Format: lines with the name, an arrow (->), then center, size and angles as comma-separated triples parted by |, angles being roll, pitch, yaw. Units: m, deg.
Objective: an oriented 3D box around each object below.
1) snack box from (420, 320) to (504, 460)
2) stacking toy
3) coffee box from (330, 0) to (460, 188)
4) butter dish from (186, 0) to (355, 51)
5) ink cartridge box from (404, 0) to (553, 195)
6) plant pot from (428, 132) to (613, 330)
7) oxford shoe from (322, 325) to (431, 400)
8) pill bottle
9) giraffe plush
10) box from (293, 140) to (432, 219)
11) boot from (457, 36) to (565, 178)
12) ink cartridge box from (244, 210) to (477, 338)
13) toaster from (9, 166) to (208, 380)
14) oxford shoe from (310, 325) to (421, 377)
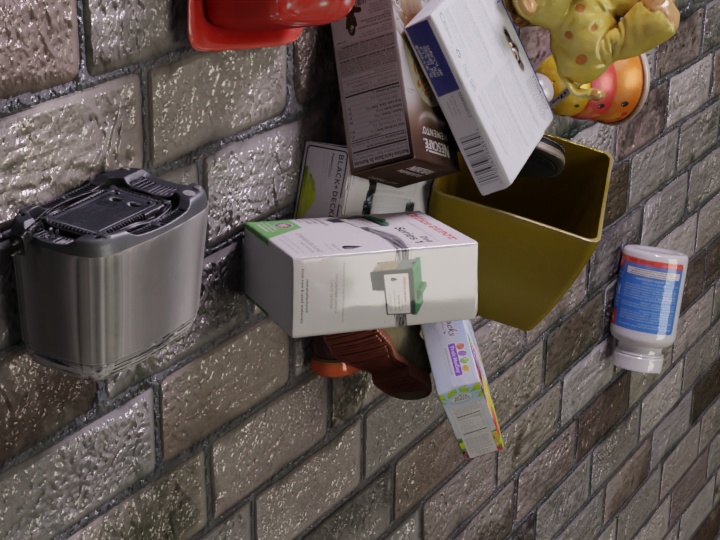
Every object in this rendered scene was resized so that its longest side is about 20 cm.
snack box -> 0.104, 0.089, 1.695 | 0.143, 0.053, 0.201 | 68, 7, -51
stacking toy -> 0.284, -0.254, 2.072 | 0.199, 0.146, 0.147 | -19, 119, -37
coffee box -> 0.034, -0.197, 1.582 | 0.114, 0.079, 0.202 | 7, 73, -61
butter dish -> -0.053, -0.296, 1.381 | 0.199, 0.147, 0.202 | -20, 118, -58
ink cartridge box -> 0.131, -0.208, 1.625 | 0.201, 0.040, 0.200 | 63, 30, -15
plant pot -> 0.177, -0.049, 1.831 | 0.200, 0.199, 0.177 | -69, 175, -53
oxford shoe -> 0.016, 0.068, 1.649 | 0.200, 0.070, 0.074 | 48, 40, -48
pill bottle -> 0.476, 0.064, 2.527 | 0.112, 0.112, 0.202 | -5, 106, -60
giraffe plush -> 0.237, -0.303, 1.705 | 0.200, 0.173, 0.162 | -46, 116, 2
box -> 0.005, -0.077, 1.667 | 0.200, 0.060, 0.118 | -2, 103, -61
boot -> 0.159, -0.199, 1.773 | 0.073, 0.199, 0.151 | 92, 19, -58
ink cartridge box -> 0.000, 0.000, 1.507 | 0.199, 0.146, 0.085 | -6, 107, -23
toaster -> -0.209, 0.004, 1.256 | 0.200, 0.113, 0.130 | -34, 132, -54
oxford shoe -> 0.014, 0.055, 1.730 | 0.200, 0.071, 0.073 | -31, 122, -53
